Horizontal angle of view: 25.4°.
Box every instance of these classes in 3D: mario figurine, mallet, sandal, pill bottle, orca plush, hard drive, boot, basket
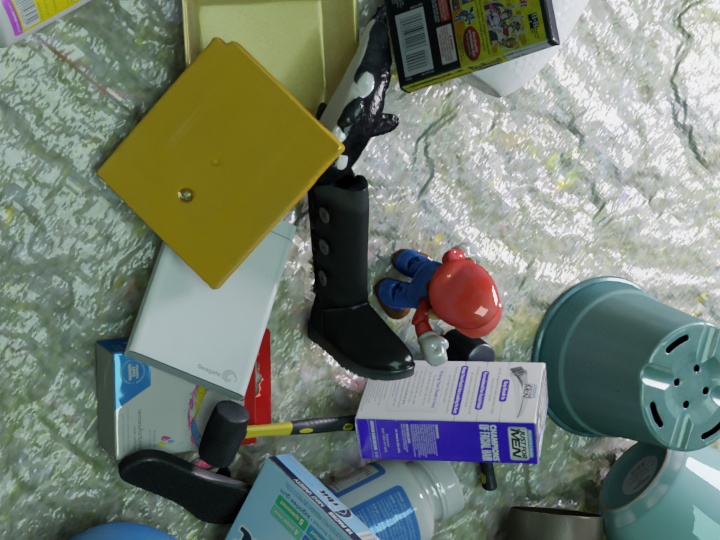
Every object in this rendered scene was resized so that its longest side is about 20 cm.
[{"bbox_3d":[0.097,0.035,1.749,0.105,0.200,0.125,-3,99,-24],"label":"mario figurine"},{"bbox_3d":[-0.079,0.160,1.699,0.199,0.041,0.066,-8,128,-35],"label":"mallet"},{"bbox_3d":[-0.177,0.221,1.712,0.075,0.045,0.200,-33,138,23],"label":"sandal"},{"bbox_3d":[0.013,0.278,1.794,0.199,0.112,0.113,-24,107,-19],"label":"pill bottle"},{"bbox_3d":[0.141,0.167,1.855,0.041,0.066,0.201,-20,106,-22],"label":"mallet"},{"bbox_3d":[0.006,-0.173,1.683,0.071,0.105,0.201,28,61,-22],"label":"orca plush"},{"bbox_3d":[-0.155,0.019,1.677,0.131,0.027,0.201,23,67,-16],"label":"hard drive"},{"bbox_3d":[-0.001,0.000,1.700,0.065,0.164,0.202,-14,117,-38],"label":"boot"},{"bbox_3d":[-0.295,-0.308,1.570,0.199,0.104,0.105,-33,110,-18],"label":"pill bottle"},{"bbox_3d":[0.224,0.385,1.889,0.135,0.180,0.202,5,87,-2],"label":"basket"}]

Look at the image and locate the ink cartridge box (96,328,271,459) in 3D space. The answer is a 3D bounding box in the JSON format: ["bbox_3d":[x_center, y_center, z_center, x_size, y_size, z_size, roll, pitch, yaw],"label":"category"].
[{"bbox_3d":[-0.177,0.128,1.708,0.199,0.067,0.117,-5,100,-25],"label":"ink cartridge box"}]

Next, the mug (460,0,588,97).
[{"bbox_3d":[0.140,-0.301,1.765,0.199,0.148,0.176,30,90,2],"label":"mug"}]

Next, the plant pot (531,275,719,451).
[{"bbox_3d":[0.334,0.118,1.875,0.199,0.196,0.202,-3,98,-24],"label":"plant pot"}]

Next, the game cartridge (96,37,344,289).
[{"bbox_3d":[-0.143,-0.112,1.632,0.176,0.032,0.200,44,98,5],"label":"game cartridge"}]

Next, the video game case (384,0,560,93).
[{"bbox_3d":[0.109,-0.309,1.698,0.025,0.180,0.202,12,66,-61],"label":"video game case"}]

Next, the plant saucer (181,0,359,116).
[{"bbox_3d":[-0.099,-0.213,1.706,0.199,0.048,0.202,-7,99,-24],"label":"plant saucer"}]

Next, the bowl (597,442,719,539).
[{"bbox_3d":[0.361,0.274,1.917,0.105,0.201,0.201,41,80,-13],"label":"bowl"}]

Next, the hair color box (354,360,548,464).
[{"bbox_3d":[0.103,0.155,1.761,0.198,0.110,0.065,-1,123,14],"label":"hair color box"}]

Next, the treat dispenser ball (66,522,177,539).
[{"bbox_3d":[-0.245,0.360,1.637,0.199,0.201,0.203,-4,99,-24],"label":"treat dispenser ball"}]

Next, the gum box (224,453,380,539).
[{"bbox_3d":[-0.074,0.326,1.696,0.044,0.170,0.201,0,123,-54],"label":"gum box"}]
